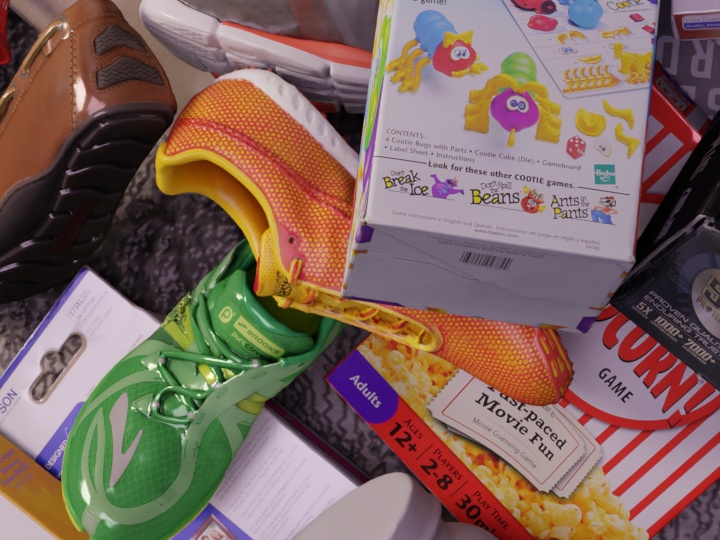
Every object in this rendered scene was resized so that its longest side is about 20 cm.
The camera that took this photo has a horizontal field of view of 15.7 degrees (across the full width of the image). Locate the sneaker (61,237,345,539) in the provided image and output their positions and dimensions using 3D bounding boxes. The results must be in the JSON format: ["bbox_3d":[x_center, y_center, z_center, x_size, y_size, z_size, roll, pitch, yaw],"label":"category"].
[{"bbox_3d":[-0.062,0.036,1.140,0.074,0.084,0.200,37,76,5],"label":"sneaker"}]

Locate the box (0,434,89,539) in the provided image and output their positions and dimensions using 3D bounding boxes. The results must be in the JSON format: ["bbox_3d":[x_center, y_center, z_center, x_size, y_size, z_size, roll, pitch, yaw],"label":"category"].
[{"bbox_3d":[-0.156,0.157,1.203,0.200,0.041,0.119,36,118,5],"label":"box"}]

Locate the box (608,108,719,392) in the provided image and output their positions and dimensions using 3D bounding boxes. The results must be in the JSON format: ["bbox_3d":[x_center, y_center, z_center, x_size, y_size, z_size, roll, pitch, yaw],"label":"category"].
[{"bbox_3d":[0.226,0.000,1.049,0.200,0.086,0.164,39,58,-4],"label":"box"}]

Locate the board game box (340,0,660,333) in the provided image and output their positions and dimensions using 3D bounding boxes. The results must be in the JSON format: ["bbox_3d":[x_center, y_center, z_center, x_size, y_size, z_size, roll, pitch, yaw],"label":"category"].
[{"bbox_3d":[0.058,-0.090,1.029,0.105,0.103,0.200,9,73,-3],"label":"board game box"}]

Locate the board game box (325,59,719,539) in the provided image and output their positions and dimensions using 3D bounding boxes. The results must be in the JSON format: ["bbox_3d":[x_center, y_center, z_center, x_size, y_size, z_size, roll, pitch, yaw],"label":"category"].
[{"bbox_3d":[0.107,0.032,1.140,0.152,0.046,0.200,46,108,2],"label":"board game box"}]

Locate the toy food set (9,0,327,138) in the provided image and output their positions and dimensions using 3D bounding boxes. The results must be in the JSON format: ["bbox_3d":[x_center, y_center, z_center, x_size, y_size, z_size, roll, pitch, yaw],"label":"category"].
[{"bbox_3d":[-0.044,-0.148,1.173,0.143,0.060,0.200,40,102,-6],"label":"toy food set"}]

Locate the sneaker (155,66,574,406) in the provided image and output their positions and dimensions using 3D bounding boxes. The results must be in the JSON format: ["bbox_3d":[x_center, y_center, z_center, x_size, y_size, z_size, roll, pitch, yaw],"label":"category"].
[{"bbox_3d":[0.000,0.000,1.089,0.200,0.073,0.077,36,67,10],"label":"sneaker"}]

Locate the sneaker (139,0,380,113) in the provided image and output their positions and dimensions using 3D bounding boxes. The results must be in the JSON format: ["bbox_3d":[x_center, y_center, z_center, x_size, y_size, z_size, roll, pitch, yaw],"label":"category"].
[{"bbox_3d":[0.007,-0.113,1.122,0.200,0.077,0.082,10,80,-3],"label":"sneaker"}]

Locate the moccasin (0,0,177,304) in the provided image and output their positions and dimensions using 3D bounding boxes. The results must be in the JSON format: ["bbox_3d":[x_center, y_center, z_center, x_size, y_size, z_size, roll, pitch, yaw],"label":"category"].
[{"bbox_3d":[-0.148,-0.048,1.153,0.074,0.201,0.078,-9,64,-29],"label":"moccasin"}]

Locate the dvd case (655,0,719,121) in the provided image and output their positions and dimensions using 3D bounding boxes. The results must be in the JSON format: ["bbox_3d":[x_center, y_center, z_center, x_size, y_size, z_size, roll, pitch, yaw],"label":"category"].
[{"bbox_3d":[0.163,-0.126,1.144,0.150,0.025,0.200,7,95,11],"label":"dvd case"}]

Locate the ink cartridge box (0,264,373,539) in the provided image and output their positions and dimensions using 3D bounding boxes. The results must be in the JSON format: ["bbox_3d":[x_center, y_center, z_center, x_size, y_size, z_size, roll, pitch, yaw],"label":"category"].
[{"bbox_3d":[-0.074,0.094,1.201,0.200,0.037,0.095,38,100,4],"label":"ink cartridge box"}]

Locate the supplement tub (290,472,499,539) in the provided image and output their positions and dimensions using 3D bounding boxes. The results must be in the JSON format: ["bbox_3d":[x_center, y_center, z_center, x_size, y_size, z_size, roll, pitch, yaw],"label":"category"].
[{"bbox_3d":[0.044,0.199,1.111,0.140,0.140,0.200,-41,101,11],"label":"supplement tub"}]

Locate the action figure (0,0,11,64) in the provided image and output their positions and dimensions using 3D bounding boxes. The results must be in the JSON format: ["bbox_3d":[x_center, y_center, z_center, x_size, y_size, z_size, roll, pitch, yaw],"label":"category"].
[{"bbox_3d":[-0.176,-0.188,1.167,0.065,0.052,0.200,-9,63,25],"label":"action figure"}]

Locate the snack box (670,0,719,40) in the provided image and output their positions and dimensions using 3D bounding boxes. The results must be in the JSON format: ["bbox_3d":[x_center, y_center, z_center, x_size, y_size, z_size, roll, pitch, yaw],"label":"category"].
[{"bbox_3d":[0.159,-0.187,1.055,0.072,0.024,0.200,-3,65,9],"label":"snack box"}]
